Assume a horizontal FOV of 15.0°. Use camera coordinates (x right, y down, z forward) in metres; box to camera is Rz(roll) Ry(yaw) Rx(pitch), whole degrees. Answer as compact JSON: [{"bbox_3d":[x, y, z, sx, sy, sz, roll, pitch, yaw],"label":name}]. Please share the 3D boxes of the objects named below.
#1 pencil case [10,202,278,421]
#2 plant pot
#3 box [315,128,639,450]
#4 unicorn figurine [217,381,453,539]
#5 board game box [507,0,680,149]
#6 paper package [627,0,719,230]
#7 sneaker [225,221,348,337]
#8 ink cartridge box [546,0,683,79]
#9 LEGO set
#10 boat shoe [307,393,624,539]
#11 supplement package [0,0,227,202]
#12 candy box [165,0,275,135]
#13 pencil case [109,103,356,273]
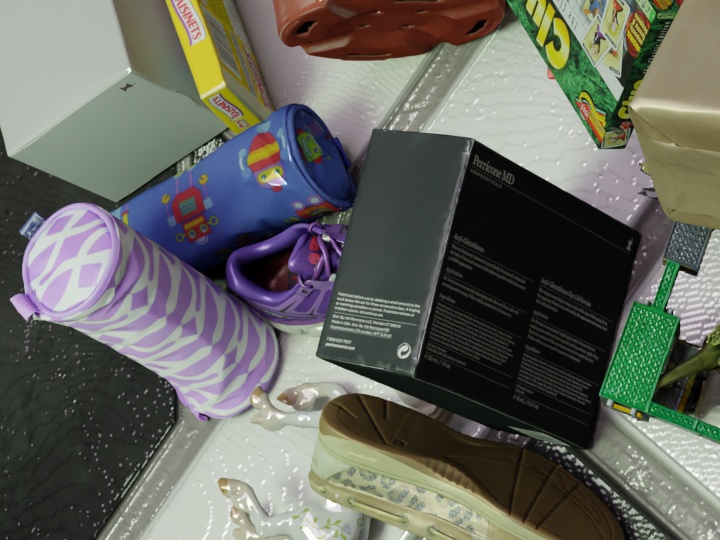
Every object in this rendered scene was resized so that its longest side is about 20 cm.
[{"bbox_3d":[-0.136,0.030,1.770,0.086,0.200,0.084,-54,47,1],"label":"pencil case"},{"bbox_3d":[0.012,-0.249,1.768,0.200,0.200,0.196,-12,77,32],"label":"plant pot"},{"bbox_3d":[0.073,0.013,1.622,0.079,0.200,0.142,11,81,37],"label":"box"},{"bbox_3d":[-0.014,0.118,1.741,0.137,0.074,0.201,16,99,28],"label":"unicorn figurine"},{"bbox_3d":[0.122,-0.176,1.605,0.105,0.023,0.200,106,146,-42],"label":"board game box"},{"bbox_3d":[0.270,-0.112,1.495,0.190,0.104,0.200,13,55,26],"label":"paper package"},{"bbox_3d":[0.000,0.000,1.753,0.199,0.083,0.081,-13,68,31],"label":"sneaker"},{"bbox_3d":[0.212,-0.202,1.643,0.199,0.045,0.177,2,75,11],"label":"ink cartridge box"},{"bbox_3d":[0.220,0.030,1.593,0.153,0.116,0.201,12,85,8],"label":"LEGO set"},{"bbox_3d":[0.064,0.140,1.655,0.199,0.073,0.063,25,122,15],"label":"boat shoe"},{"bbox_3d":[-0.190,-0.173,1.919,0.119,0.121,0.201,-32,59,24],"label":"supplement package"},{"bbox_3d":[-0.108,-0.180,1.875,0.026,0.102,0.201,-26,60,9],"label":"candy box"},{"bbox_3d":[-0.093,-0.040,1.834,0.199,0.087,0.078,-28,79,27],"label":"pencil case"}]
